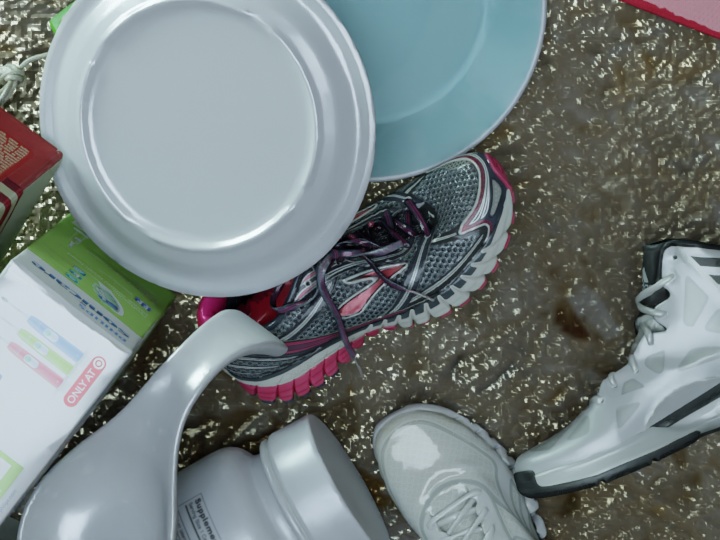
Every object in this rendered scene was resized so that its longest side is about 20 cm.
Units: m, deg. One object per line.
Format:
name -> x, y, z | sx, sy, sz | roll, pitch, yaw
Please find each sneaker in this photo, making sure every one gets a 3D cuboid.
sneaker -> 0.164, 0.049, 1.648 | 0.200, 0.076, 0.116 | -25, 87, -1
sneaker -> 0.077, 0.164, 1.658 | 0.075, 0.081, 0.200 | -35, 93, 9
sneaker -> 0.000, 0.000, 1.626 | 0.200, 0.081, 0.075 | -36, 138, 7

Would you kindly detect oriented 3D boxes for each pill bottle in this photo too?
pill bottle -> -0.090, 0.173, 1.652 | 0.200, 0.113, 0.114 | -30, 95, 7

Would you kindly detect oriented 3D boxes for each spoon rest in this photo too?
spoon rest -> -0.120, 0.109, 1.577 | 0.099, 0.061, 0.200 | 34, 93, 24

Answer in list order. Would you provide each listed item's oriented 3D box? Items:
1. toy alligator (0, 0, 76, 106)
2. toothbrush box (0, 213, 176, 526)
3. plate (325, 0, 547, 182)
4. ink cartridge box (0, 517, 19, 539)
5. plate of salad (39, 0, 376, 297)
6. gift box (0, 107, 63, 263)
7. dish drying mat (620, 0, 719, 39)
toy alligator -> -0.132, -0.151, 1.642 | 0.200, 0.059, 0.054 | -42, 134, 8
toothbrush box -> -0.189, 0.060, 1.599 | 0.086, 0.200, 0.146 | 38, 98, -1
plate -> 0.007, -0.151, 1.631 | 0.200, 0.026, 0.201 | -2, 102, -9
ink cartridge box -> -0.260, 0.218, 1.628 | 0.084, 0.200, 0.145 | 20, 99, -3
plate of salad -> -0.084, -0.084, 1.599 | 0.200, 0.048, 0.201 | 4, 103, 16
gift box -> -0.307, -0.015, 1.581 | 0.184, 0.200, 0.187 | 38, 121, 7
dish drying mat -> 0.222, -0.166, 1.633 | 0.200, 0.018, 0.077 | 22, 97, 2
